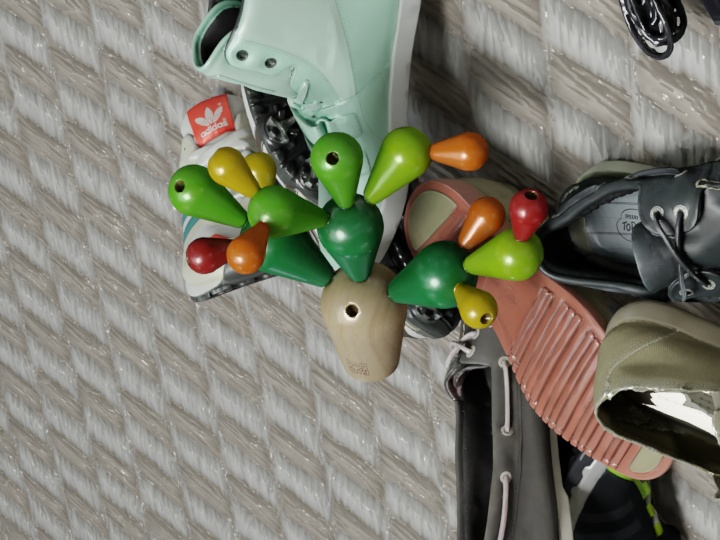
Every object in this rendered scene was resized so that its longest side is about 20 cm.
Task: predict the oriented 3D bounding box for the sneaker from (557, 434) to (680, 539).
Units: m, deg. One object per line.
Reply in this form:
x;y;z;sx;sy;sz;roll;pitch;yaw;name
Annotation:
0.138;0.123;1.619;0.082;0.072;0.201;13;134;-8;sneaker

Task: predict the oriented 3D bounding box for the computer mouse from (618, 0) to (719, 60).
0.158;-0.168;1.278;0.200;0.046;0.141;-1;113;66;computer mouse

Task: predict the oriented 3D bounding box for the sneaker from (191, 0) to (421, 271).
-0.036;-0.088;1.548;0.074;0.117;0.202;-132;42;-58;sneaker

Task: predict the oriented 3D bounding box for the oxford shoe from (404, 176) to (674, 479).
0.109;0.021;1.534;0.200;0.074;0.071;52;132;22;oxford shoe

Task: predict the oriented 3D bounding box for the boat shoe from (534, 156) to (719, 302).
0.150;-0.015;1.425;0.199;0.066;0.075;13;129;55;boat shoe

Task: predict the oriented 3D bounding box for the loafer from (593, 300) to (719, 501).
0.196;0.080;1.409;0.199;0.068;0.076;19;142;25;loafer

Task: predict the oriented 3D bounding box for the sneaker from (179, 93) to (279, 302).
-0.080;-0.048;1.715;0.200;0.070;0.094;-95;-14;-76;sneaker

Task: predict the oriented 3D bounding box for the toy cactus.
0.000;0.000;1.508;0.199;0.103;0.166;2;139;9;toy cactus

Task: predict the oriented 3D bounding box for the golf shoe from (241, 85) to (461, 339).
-0.015;-0.043;1.668;0.201;0.078;0.094;59;154;0;golf shoe

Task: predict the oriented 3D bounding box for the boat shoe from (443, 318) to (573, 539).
0.071;0.081;1.581;0.067;0.057;0.201;129;137;-59;boat shoe
